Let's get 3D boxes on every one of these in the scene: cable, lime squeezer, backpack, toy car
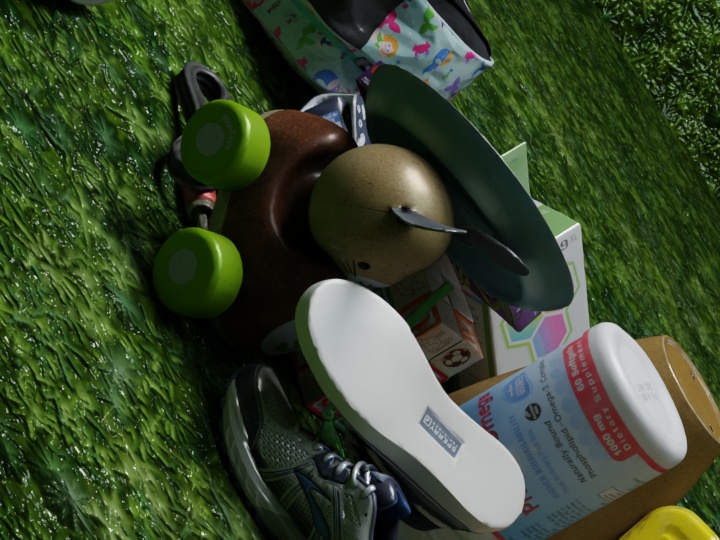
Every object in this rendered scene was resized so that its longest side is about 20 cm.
[{"bbox_3d":[-0.113,-0.083,1.511,0.097,0.050,0.200,22,24,-36],"label":"cable"},{"bbox_3d":[0.006,0.098,1.410,0.038,0.070,0.202,28,73,-69],"label":"lime squeezer"},{"bbox_3d":[0.012,-0.208,1.815,0.199,0.151,0.178,25,20,-49],"label":"backpack"},{"bbox_3d":[0.002,-0.017,1.356,0.164,0.199,0.159,20,81,-55],"label":"toy car"}]

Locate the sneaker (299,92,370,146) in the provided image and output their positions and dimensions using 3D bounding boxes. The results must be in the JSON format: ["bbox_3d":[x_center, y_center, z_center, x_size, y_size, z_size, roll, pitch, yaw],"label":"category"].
[{"bbox_3d":[-0.007,-0.059,1.637,0.201,0.070,0.109,-108,177,-55],"label":"sneaker"}]

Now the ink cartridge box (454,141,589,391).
[{"bbox_3d":[0.122,0.013,1.705,0.059,0.103,0.201,29,-41,43],"label":"ink cartridge box"}]

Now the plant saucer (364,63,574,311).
[{"bbox_3d":[0.064,-0.047,1.416,0.200,0.027,0.200,49,-11,13],"label":"plant saucer"}]

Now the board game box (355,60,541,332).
[{"bbox_3d":[0.064,-0.050,1.534,0.120,0.032,0.201,48,-11,36],"label":"board game box"}]

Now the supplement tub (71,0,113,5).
[{"bbox_3d":[-0.187,-0.295,1.448,0.201,0.144,0.144,62,18,9],"label":"supplement tub"}]

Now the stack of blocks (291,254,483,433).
[{"bbox_3d":[0.000,0.000,1.522,0.059,0.115,0.201,38,26,-47],"label":"stack of blocks"}]

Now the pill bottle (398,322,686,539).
[{"bbox_3d":[0.114,0.128,1.479,0.109,0.199,0.109,50,19,-24],"label":"pill bottle"}]

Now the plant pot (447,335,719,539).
[{"bbox_3d":[0.167,0.138,1.612,0.187,0.199,0.187,51,18,-24],"label":"plant pot"}]

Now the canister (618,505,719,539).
[{"bbox_3d":[0.234,0.271,1.613,0.087,0.148,0.200,46,-2,37],"label":"canister"}]

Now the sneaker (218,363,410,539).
[{"bbox_3d":[-0.014,0.138,1.304,0.201,0.085,0.077,63,18,16],"label":"sneaker"}]

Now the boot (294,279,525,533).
[{"bbox_3d":[0.010,0.092,1.337,0.200,0.090,0.073,51,56,-18],"label":"boot"}]
